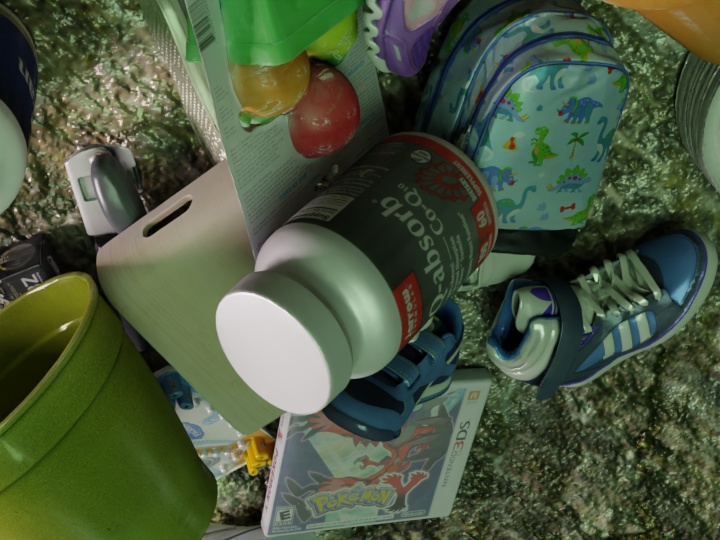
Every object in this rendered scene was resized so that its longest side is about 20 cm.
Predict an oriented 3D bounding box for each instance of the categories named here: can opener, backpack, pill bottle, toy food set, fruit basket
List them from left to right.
[{"bbox_3d":[-0.272,-0.095,0.777,0.110,0.201,0.112,-5,127,-7],"label":"pill bottle"},{"bbox_3d":[-0.185,-0.008,0.940,0.053,0.067,0.202,-11,127,-2],"label":"can opener"},{"bbox_3d":[-0.085,0.023,0.905,0.143,0.061,0.200,-32,118,18],"label":"toy food set"},{"bbox_3d":[-0.048,-0.136,0.820,0.093,0.185,0.202,14,131,29],"label":"fruit basket"},{"bbox_3d":[0.000,0.000,0.804,0.115,0.200,0.117,24,136,25],"label":"pill bottle"},{"bbox_3d":[0.119,-0.111,0.893,0.161,0.154,0.202,5,108,-19],"label":"backpack"}]

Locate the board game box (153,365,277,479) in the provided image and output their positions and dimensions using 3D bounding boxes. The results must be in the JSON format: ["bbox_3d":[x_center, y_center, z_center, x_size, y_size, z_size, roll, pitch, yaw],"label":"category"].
[{"bbox_3d":[-0.195,0.175,1.057,0.199,0.026,0.200,-29,146,9],"label":"board game box"}]

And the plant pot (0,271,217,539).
[{"bbox_3d":[-0.212,0.140,0.886,0.199,0.201,0.193,-33,117,13],"label":"plant pot"}]

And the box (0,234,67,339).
[{"bbox_3d":[-0.294,0.083,0.997,0.160,0.049,0.201,-20,127,5],"label":"box"}]

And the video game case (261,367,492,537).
[{"bbox_3d":[0.014,0.173,1.123,0.198,0.023,0.184,-2,126,-20],"label":"video game case"}]

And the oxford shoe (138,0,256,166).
[{"bbox_3d":[-0.101,-0.133,0.870,0.057,0.075,0.201,-33,130,-19],"label":"oxford shoe"}]

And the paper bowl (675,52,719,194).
[{"bbox_3d":[0.361,-0.129,0.940,0.198,0.105,0.203,-5,125,-8],"label":"paper bowl"}]

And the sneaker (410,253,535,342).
[{"bbox_3d":[0.061,0.014,0.976,0.197,0.116,0.074,-6,125,-8],"label":"sneaker"}]

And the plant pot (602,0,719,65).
[{"bbox_3d":[0.237,-0.238,0.795,0.200,0.201,0.183,-37,140,16],"label":"plant pot"}]

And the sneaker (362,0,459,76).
[{"bbox_3d":[0.062,-0.208,0.769,0.088,0.081,0.202,23,128,7],"label":"sneaker"}]

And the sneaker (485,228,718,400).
[{"bbox_3d":[0.197,0.028,1.014,0.200,0.081,0.146,-43,144,26],"label":"sneaker"}]

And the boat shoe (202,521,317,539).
[{"bbox_3d":[-0.137,0.274,1.157,0.198,0.065,0.074,-5,122,-34],"label":"boat shoe"}]

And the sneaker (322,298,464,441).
[{"bbox_3d":[0.031,0.078,0.992,0.073,0.200,0.083,29,115,14],"label":"sneaker"}]
